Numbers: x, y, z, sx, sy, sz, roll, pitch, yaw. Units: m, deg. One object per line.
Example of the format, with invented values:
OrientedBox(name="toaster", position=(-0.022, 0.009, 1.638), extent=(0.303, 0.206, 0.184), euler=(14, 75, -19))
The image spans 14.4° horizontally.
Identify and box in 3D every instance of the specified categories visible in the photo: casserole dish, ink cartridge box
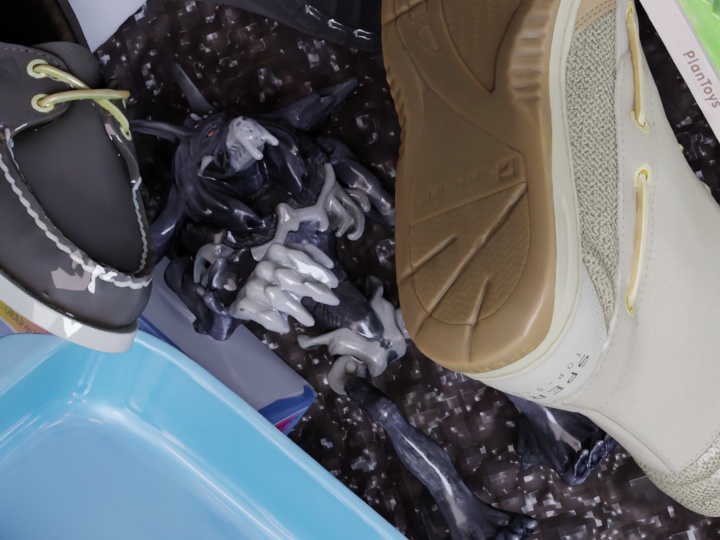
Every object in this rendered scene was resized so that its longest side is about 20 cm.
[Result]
OrientedBox(name="casserole dish", position=(-0.048, 0.098, 0.879), extent=(0.200, 0.121, 0.039), euler=(40, 128, 6))
OrientedBox(name="ink cartridge box", position=(-0.130, 0.079, 0.999), extent=(0.136, 0.076, 0.200), euler=(41, 107, 11))

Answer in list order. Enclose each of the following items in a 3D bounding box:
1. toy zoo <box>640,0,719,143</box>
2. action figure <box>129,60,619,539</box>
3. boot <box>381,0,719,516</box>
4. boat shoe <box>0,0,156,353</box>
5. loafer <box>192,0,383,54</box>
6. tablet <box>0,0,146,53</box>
OrientedBox(name="toy zoo", position=(0.184, -0.094, 0.822), extent=(0.200, 0.020, 0.131), euler=(-23, 117, 23))
OrientedBox(name="action figure", position=(0.000, 0.000, 0.930), extent=(0.200, 0.102, 0.119), euler=(46, 63, 5))
OrientedBox(name="boot", position=(0.079, -0.036, 0.887), extent=(0.073, 0.155, 0.200), euler=(-19, 56, 32))
OrientedBox(name="boat shoe", position=(-0.110, -0.052, 0.929), extent=(0.061, 0.072, 0.201), euler=(-53, 42, 18))
OrientedBox(name="loafer", position=(-0.027, -0.126, 0.943), extent=(0.199, 0.071, 0.073), euler=(10, 125, -3))
OrientedBox(name="tablet", position=(-0.083, -0.175, 0.994), extent=(0.200, 0.014, 0.130), euler=(-43, 81, 17))
